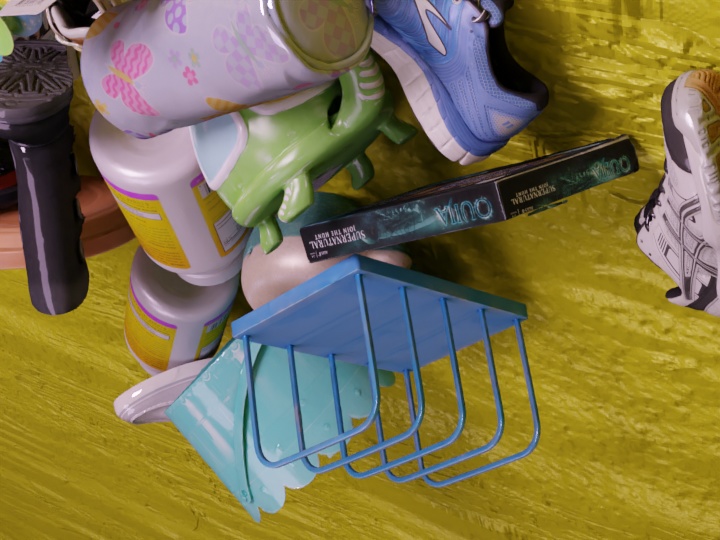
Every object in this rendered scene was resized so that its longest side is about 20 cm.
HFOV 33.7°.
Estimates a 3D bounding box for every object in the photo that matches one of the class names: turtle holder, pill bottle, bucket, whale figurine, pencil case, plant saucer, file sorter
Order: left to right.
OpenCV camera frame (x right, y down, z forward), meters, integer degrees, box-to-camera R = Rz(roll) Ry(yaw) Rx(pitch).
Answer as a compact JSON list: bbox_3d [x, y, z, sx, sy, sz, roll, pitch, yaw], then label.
[{"bbox_3d":[-0.296,-0.051,1.100,0.199,0.200,0.033,12,117,33],"label":"plant saucer"},{"bbox_3d":[-0.185,0.041,1.202,0.104,0.105,0.200,32,150,2],"label":"pill bottle"},{"bbox_3d":[-0.146,-0.065,0.979,0.104,0.105,0.200,23,157,17],"label":"pill bottle"},{"bbox_3d":[-0.085,-0.139,0.710,0.199,0.083,0.092,-10,96,45],"label":"pencil case"},{"bbox_3d":[-0.076,0.114,1.113,0.135,0.207,0.207,44,150,-4],"label":"bucket"},{"bbox_3d":[-0.052,-0.107,0.812,0.132,0.141,0.186,53,176,3],"label":"turtle holder"},{"bbox_3d":[0.000,0.000,0.994,0.198,0.105,0.159,16,152,-21],"label":"whale figurine"},{"bbox_3d":[0.026,0.087,0.907,0.138,0.124,0.199,-29,149,37],"label":"file sorter"}]

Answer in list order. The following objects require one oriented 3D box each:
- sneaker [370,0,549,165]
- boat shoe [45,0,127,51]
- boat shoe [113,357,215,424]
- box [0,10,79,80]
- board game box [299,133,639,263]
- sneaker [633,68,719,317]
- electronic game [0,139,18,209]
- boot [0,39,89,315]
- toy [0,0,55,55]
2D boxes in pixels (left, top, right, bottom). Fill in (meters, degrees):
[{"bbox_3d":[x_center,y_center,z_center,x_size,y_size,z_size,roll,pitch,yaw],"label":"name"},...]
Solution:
[{"bbox_3d":[0.046,-0.164,0.720,0.089,0.079,0.200,-27,113,33],"label":"sneaker"},{"bbox_3d":[-0.204,-0.198,0.901,0.074,0.069,0.201,19,148,22],"label":"boat shoe"},{"bbox_3d":[-0.149,0.133,1.217,0.072,0.198,0.069,-52,54,55],"label":"boat shoe"},{"bbox_3d":[-0.280,-0.206,0.951,0.049,0.083,0.201,27,150,12],"label":"box"},{"bbox_3d":[0.069,-0.047,0.799,0.199,0.135,0.028,-10,98,52],"label":"board game box"},{"bbox_3d":[0.204,-0.037,0.737,0.087,0.076,0.201,7,141,37],"label":"sneaker"},{"bbox_3d":[-0.381,-0.101,1.102,0.199,0.200,0.042,18,120,24],"label":"electronic game"},{"bbox_3d":[-0.246,-0.057,0.907,0.065,0.165,0.202,3,115,-6],"label":"boot"},{"bbox_3d":[-0.156,-0.190,0.728,0.114,0.200,0.048,6,129,39],"label":"toy"}]
